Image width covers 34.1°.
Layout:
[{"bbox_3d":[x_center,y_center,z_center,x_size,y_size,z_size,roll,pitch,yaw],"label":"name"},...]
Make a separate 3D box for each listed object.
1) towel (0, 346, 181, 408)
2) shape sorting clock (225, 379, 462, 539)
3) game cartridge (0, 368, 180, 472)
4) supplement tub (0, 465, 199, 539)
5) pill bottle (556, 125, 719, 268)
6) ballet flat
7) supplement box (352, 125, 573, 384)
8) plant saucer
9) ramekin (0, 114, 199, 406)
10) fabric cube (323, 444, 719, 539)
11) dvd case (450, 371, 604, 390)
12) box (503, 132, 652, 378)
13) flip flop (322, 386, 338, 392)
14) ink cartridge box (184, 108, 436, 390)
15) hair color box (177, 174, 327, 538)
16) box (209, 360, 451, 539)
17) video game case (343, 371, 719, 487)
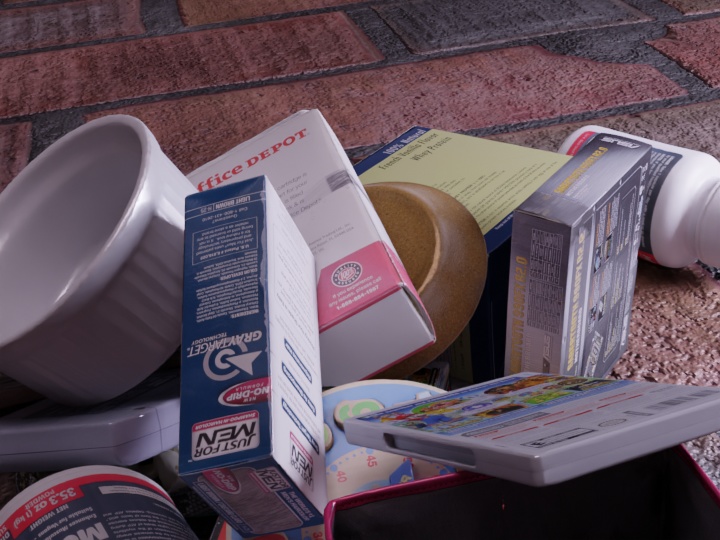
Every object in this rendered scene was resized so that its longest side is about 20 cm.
[{"bbox_3d":[-0.228,0.079,0.987,0.199,0.032,0.191,-12,-7,-13],"label":"towel"},{"bbox_3d":[0.015,0.158,0.729,0.199,0.039,0.200,1,57,-1],"label":"shape sorting clock"},{"bbox_3d":[-0.174,0.106,0.853,0.133,0.041,0.200,-10,4,17],"label":"game cartridge"},{"bbox_3d":[-0.140,0.219,0.692,0.140,0.141,0.200,-19,31,-24],"label":"supplement tub"},{"bbox_3d":[0.299,-0.069,1.183,0.119,0.120,0.200,-28,36,-37],"label":"pill bottle"},{"bbox_3d":[-0.167,0.153,0.897,0.200,0.072,0.072,-4,28,0],"label":"ballet flat"},{"bbox_3d":[0.082,-0.021,1.070,0.199,0.135,0.200,16,35,33],"label":"supplement box"},{"bbox_3d":[0.000,0.000,0.932,0.200,0.035,0.201,-13,52,17],"label":"plant saucer"},{"bbox_3d":[-0.191,-0.002,0.827,0.200,0.098,0.201,-26,40,24],"label":"ramekin"},{"bbox_3d":[0.099,0.229,0.576,0.199,0.200,0.196,-9,29,-9],"label":"fabric cube"},{"bbox_3d":[0.132,0.096,1.009,0.142,0.018,0.200,-11,28,-9],"label":"dvd case"},{"bbox_3d":[0.170,0.013,0.927,0.048,0.200,0.158,17,36,29],"label":"box"},{"bbox_3d":[-0.017,0.169,0.779,0.081,0.058,0.200,-12,58,-8],"label":"flip flop"},{"bbox_3d":[-0.050,-0.006,0.882,0.146,0.083,0.200,-29,50,5],"label":"ink cartridge box"},{"bbox_3d":[-0.066,0.051,0.730,0.060,0.100,0.200,-14,53,12],"label":"hair color box"},{"bbox_3d":[-0.017,0.146,0.872,0.137,0.040,0.200,5,43,16],"label":"box"},{"bbox_3d":[0.097,0.084,0.661,0.143,0.018,0.200,-11,4,-27],"label":"video game case"}]
